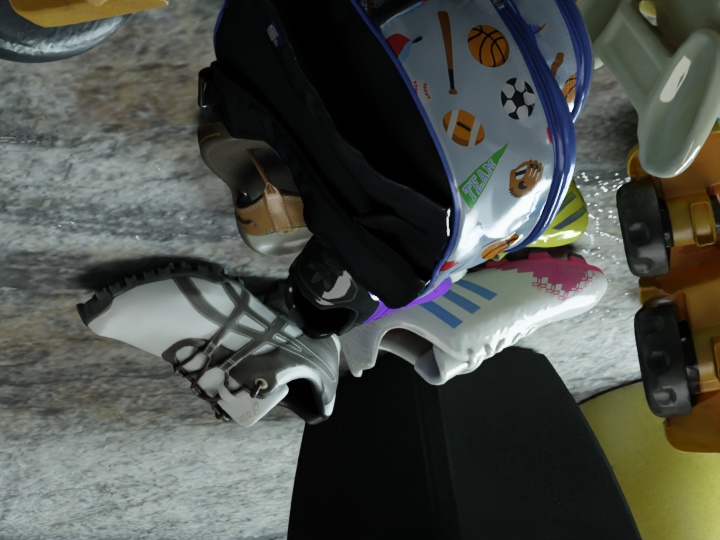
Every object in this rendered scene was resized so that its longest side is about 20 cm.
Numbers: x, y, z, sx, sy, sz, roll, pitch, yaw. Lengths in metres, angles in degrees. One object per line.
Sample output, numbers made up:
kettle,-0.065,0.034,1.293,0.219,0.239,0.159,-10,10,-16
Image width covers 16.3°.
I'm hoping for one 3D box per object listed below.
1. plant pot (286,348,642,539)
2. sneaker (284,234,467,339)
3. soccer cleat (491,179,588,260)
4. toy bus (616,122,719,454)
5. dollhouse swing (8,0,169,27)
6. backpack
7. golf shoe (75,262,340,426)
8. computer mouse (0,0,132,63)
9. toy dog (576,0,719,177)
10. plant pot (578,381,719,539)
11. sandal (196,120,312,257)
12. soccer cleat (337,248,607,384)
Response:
plant pot,0.066,0.159,1.861,0.200,0.178,0.199,10,152,-38
sneaker,0.000,0.000,1.507,0.100,0.070,0.200,-41,168,3
soccer cleat,0.080,-0.036,1.509,0.065,0.084,0.200,-20,156,24
toy bus,0.232,-0.007,1.578,0.136,0.200,0.192,-10,-166,4
dollhouse swing,-0.219,-0.161,0.995,0.176,0.182,0.200,-29,153,18
backpack,0.023,-0.088,1.219,0.154,0.191,0.200,-20,162,-17
golf shoe,-0.092,0.053,1.650,0.200,0.095,0.078,8,153,-34
computer mouse,-0.186,-0.126,1.143,0.200,0.138,0.053,-6,119,-43
toy dog,0.234,-0.134,1.303,0.200,0.140,0.194,7,117,-32
plant pot,0.266,0.182,2.045,0.200,0.142,0.200,-7,158,-3
sandal,-0.049,-0.041,1.484,0.082,0.055,0.200,-8,158,-3
soccer cleat,0.075,0.036,1.683,0.200,0.086,0.070,-2,157,-19
